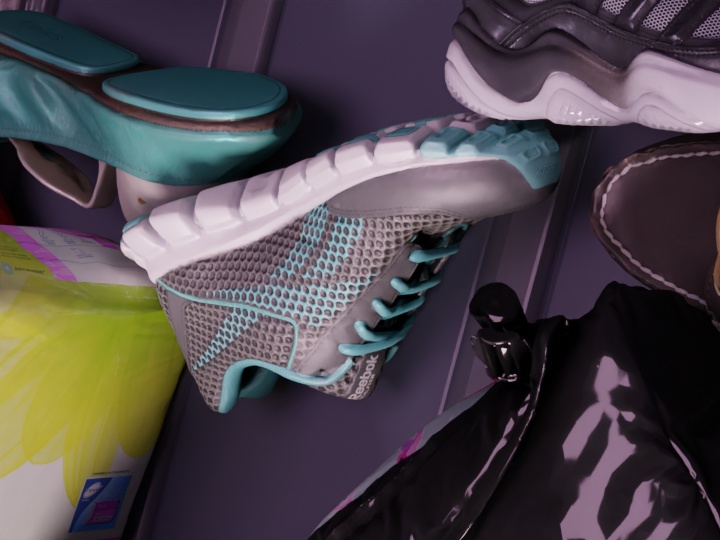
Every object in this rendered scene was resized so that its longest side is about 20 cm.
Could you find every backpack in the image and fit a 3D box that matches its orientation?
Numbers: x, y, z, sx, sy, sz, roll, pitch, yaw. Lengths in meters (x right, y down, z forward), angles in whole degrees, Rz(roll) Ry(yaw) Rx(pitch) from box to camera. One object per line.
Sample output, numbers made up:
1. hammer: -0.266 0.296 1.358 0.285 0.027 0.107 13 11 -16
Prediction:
1. backpack: 0.056 0.118 0.690 0.200 0.126 0.168 -41 57 31

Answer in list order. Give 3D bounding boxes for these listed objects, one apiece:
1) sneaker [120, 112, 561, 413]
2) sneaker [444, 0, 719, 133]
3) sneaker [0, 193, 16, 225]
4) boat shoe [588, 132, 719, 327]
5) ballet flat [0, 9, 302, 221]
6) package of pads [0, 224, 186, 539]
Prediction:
1. sneaker: 0.000 0.000 0.804 0.199 0.077 0.092 -17 90 44
2. sneaker: 0.102 -0.104 0.691 0.199 0.075 0.115 7 104 46
3. sneaker: -0.198 -0.054 0.962 0.200 0.077 0.085 55 141 31
4. boat shoe: 0.145 -0.008 0.664 0.201 0.060 0.072 14 95 43
5. ballet flat: -0.093 -0.056 0.896 0.200 0.067 0.071 21 118 44
6. package of pads: -0.160 0.057 0.845 0.068 0.200 0.155 30 105 34
